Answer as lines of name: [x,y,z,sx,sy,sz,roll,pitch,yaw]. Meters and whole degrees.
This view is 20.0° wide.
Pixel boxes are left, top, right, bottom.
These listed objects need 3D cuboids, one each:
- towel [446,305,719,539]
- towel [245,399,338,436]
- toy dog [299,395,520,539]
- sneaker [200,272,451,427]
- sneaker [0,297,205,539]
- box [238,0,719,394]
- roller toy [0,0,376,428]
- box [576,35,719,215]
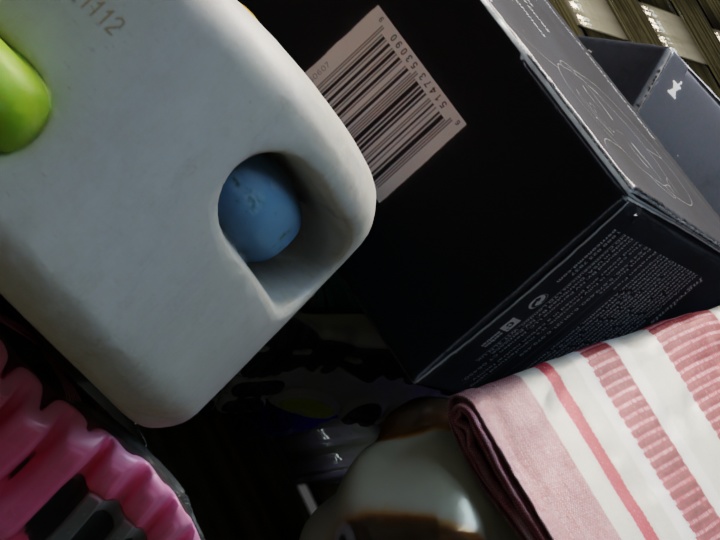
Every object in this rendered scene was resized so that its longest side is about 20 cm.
towel: [0.133,0.092,0.843,0.199,0.023,0.145,-15,69,-47]
towel: [0.000,0.000,1.027,0.199,0.050,0.148,-15,67,-38]
toy dog: [0.055,0.147,0.859,0.200,0.193,0.140,46,37,-38]
sneaker: [-0.041,0.018,0.916,0.199,0.078,0.080,14,43,-33]
sneaker: [-0.125,0.057,0.769,0.200,0.079,0.096,50,13,-20]
box: [0.053,-0.050,0.908,0.200,0.124,0.196,55,17,23]
roller toy: [-0.091,-0.047,0.761,0.183,0.140,0.200,46,-8,-13]
box: [0.144,-0.065,1.277,0.148,0.105,0.200,40,-13,-33]
